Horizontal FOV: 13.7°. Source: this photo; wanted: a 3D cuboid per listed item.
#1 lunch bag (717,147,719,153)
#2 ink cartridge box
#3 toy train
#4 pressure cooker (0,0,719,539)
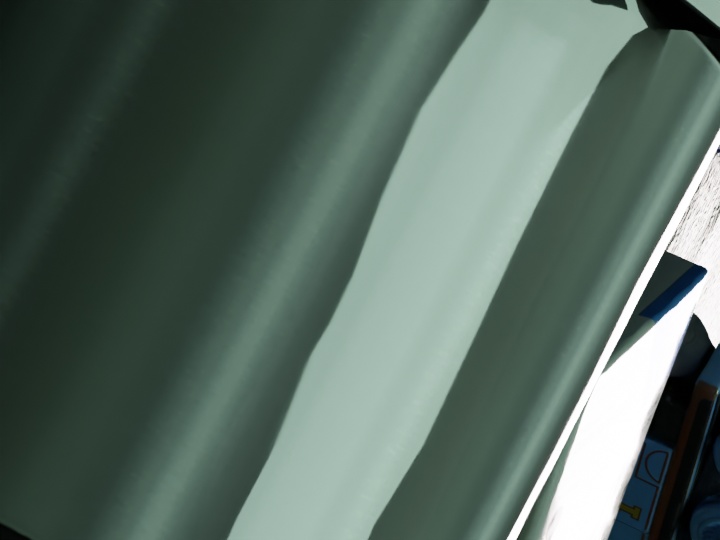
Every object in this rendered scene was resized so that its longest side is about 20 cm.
[{"bbox_3d":[0.110,-0.133,1.033,0.200,0.094,0.151,19,96,-63],"label":"lunch bag"},{"bbox_3d":[0.042,0.089,1.102,0.146,0.084,0.201,-36,146,-62],"label":"ink cartridge box"},{"bbox_3d":[0.162,0.097,1.468,0.201,0.114,0.087,99,18,-46],"label":"toy train"},{"bbox_3d":[-0.029,-0.038,0.490,0.201,0.175,0.179,-61,168,-4],"label":"pressure cooker"}]
